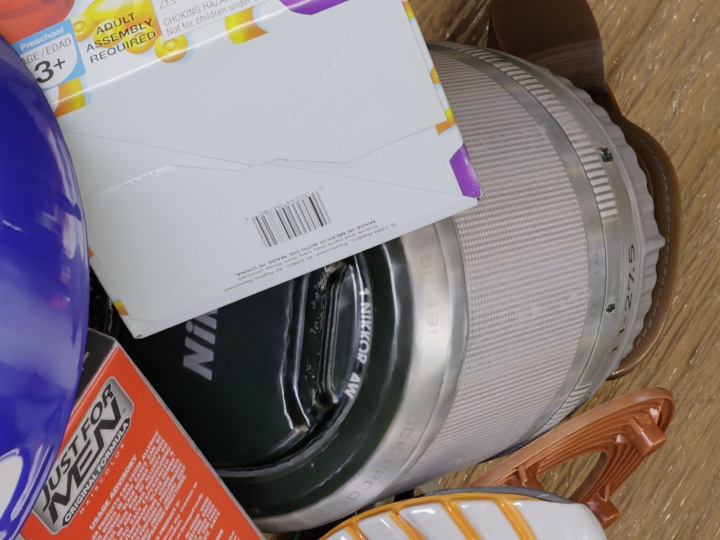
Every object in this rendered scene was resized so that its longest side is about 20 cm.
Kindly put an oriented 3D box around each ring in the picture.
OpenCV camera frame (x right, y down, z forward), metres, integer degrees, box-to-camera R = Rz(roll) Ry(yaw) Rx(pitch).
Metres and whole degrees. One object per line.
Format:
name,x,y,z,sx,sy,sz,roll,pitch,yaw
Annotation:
ring,0.048,0.115,1.063,0.200,0.019,0.200,-33,162,-12

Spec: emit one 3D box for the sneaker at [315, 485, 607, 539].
sneaker,-0.005,0.122,0.937,0.078,0.200,0.077,64,18,-7

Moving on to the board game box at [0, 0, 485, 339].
board game box,-0.053,-0.102,0.745,0.105,0.200,0.103,-22,143,2

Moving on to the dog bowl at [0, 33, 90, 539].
dog bowl,-0.166,0.006,0.629,0.079,0.200,0.200,30,82,-64

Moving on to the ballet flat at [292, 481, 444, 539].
ballet flat,0.016,0.073,1.141,0.068,0.068,0.200,-20,125,-55

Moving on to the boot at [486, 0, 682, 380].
boot,0.096,-0.009,1.144,0.155,0.073,0.200,79,5,-55

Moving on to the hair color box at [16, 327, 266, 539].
hair color box,-0.090,0.075,0.817,0.061,0.101,0.200,-58,149,-19

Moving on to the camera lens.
camera lens,0.000,0.000,0.966,0.200,0.160,0.160,-14,120,-58
